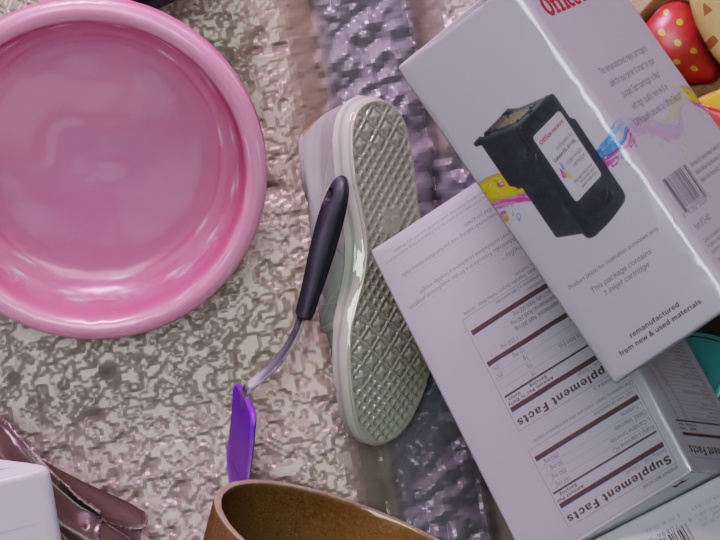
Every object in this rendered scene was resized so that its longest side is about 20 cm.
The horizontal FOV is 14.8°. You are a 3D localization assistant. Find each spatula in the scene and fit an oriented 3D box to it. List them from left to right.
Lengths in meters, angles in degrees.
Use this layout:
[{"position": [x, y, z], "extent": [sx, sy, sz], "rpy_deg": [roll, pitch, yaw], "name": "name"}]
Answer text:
[{"position": [-0.043, 0.038, 1.576], "extent": [0.020, 0.057, 0.201], "rpy_deg": [18, 104, -21], "name": "spatula"}]

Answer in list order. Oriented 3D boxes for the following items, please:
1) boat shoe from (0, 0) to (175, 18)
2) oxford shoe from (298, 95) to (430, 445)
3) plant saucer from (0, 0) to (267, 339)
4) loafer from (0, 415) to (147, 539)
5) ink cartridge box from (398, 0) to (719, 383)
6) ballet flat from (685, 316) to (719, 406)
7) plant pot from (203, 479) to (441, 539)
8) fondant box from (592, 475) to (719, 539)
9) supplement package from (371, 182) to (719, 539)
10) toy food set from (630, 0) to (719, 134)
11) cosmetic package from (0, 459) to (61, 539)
[{"position": [-0.157, -0.168, 1.615], "extent": [0.199, 0.062, 0.075], "rpy_deg": [-21, 73, 15], "name": "boat shoe"}, {"position": [0.000, 0.000, 1.604], "extent": [0.058, 0.075, 0.201], "rpy_deg": [-2, 95, 46], "name": "oxford shoe"}, {"position": [-0.153, -0.062, 1.584], "extent": [0.200, 0.051, 0.201], "rpy_deg": [0, 111, -1], "name": "plant saucer"}, {"position": [-0.161, 0.157, 1.596], "extent": [0.200, 0.073, 0.071], "rpy_deg": [49, 54, 5], "name": "loafer"}, {"position": [0.127, -0.060, 1.458], "extent": [0.083, 0.146, 0.200], "rpy_deg": [-36, 87, 26], "name": "ink cartridge box"}, {"position": [0.222, 0.041, 1.590], "extent": [0.072, 0.072, 0.200], "rpy_deg": [26, 89, 3], "name": "ballet flat"}, {"position": [-0.028, 0.247, 1.535], "extent": [0.186, 0.186, 0.201], "rpy_deg": [22, 101, 3], "name": "plant pot"}, {"position": [0.203, 0.200, 1.516], "extent": [0.144, 0.200, 0.058], "rpy_deg": [-27, 46, -1], "name": "fondant box"}, {"position": [0.112, 0.052, 1.531], "extent": [0.109, 0.114, 0.200], "rpy_deg": [-33, 70, 21], "name": "supplement package"}, {"position": [0.221, -0.085, 1.522], "extent": [0.200, 0.049, 0.198], "rpy_deg": [-37, 87, 24], "name": "toy food set"}, {"position": [-0.254, 0.214, 1.498], "extent": [0.167, 0.166, 0.201], "rpy_deg": [-11, 95, -28], "name": "cosmetic package"}]
